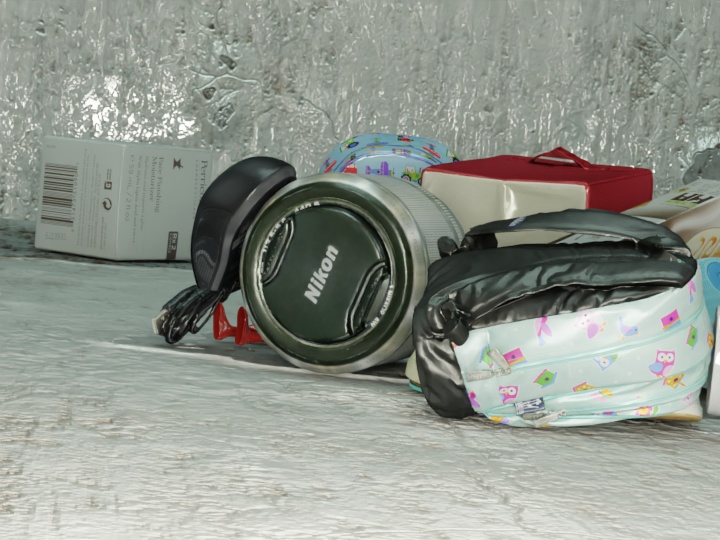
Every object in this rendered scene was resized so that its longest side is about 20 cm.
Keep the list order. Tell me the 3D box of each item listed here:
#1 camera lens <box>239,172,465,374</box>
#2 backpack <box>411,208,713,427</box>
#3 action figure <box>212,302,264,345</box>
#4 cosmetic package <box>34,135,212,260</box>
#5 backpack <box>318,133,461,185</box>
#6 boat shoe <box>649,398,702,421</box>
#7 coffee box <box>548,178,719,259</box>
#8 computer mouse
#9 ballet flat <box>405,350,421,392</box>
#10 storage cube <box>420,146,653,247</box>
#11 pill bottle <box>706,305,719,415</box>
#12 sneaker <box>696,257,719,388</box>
[{"bbox_3d":[0.000,0.000,1.590,0.159,0.161,0.200,6,4,18],"label":"camera lens"},{"bbox_3d":[0.145,0.039,1.339,0.198,0.127,0.167,-7,27,12],"label":"backpack"},{"bbox_3d":[-0.036,0.047,1.747,0.199,0.052,0.065,5,-2,-37],"label":"action figure"},{"bbox_3d":[-0.340,-0.103,2.759,0.164,0.166,0.199,8,6,35],"label":"cosmetic package"},{"bbox_3d":[0.033,-0.036,1.922,0.181,0.202,0.135,6,3,-1],"label":"backpack"},{"bbox_3d":[0.219,0.074,1.456,0.070,0.070,0.200,6,4,-1],"label":"boat shoe"},{"bbox_3d":[0.247,0.008,1.656,0.199,0.115,0.080,-21,16,-22],"label":"coffee box"},{"bbox_3d":[-0.113,-0.033,1.606,0.053,0.200,0.138,43,53,12],"label":"computer mouse"},{"bbox_3d":[0.108,0.063,1.522,0.069,0.070,0.199,7,4,34],"label":"ballet flat"},{"bbox_3d":[0.161,-0.012,1.791,0.170,0.202,0.179,7,10,26],"label":"storage cube"},{"bbox_3d":[0.345,0.072,1.331,0.198,0.113,0.112,6,3,8],"label":"pill bottle"},{"bbox_3d":[0.285,0.054,1.551,0.199,0.080,0.131,3,-35,-43],"label":"sneaker"}]
